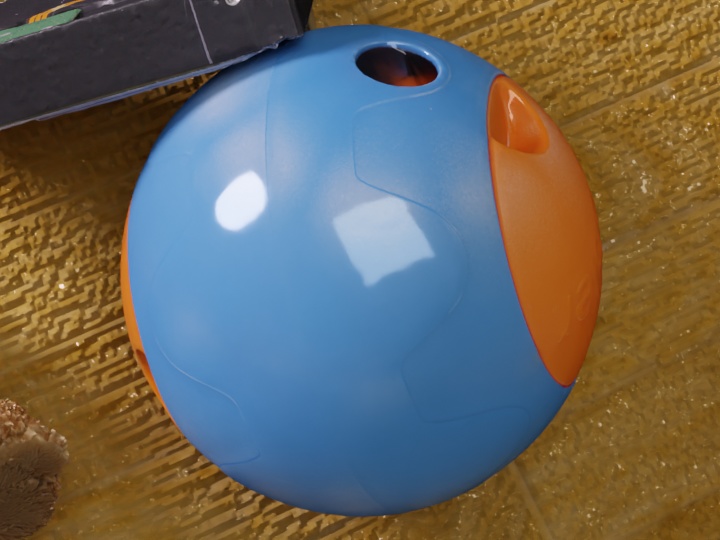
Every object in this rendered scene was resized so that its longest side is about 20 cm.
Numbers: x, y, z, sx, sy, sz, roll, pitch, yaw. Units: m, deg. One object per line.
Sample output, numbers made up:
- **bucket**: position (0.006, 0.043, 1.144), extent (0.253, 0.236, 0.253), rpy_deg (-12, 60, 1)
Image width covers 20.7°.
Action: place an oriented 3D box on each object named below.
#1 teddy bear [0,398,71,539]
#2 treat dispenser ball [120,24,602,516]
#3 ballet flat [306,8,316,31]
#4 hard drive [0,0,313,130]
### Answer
- **teddy bear**: position (-0.220, 0.071, 0.792), extent (0.199, 0.146, 0.067), rpy_deg (-11, 46, -14)
- **treat dispenser ball**: position (0.000, 0.000, 0.816), extent (0.199, 0.201, 0.202), rpy_deg (3, 74, -10)
- **ballet flat**: position (-0.099, -0.172, 0.919), extent (0.199, 0.069, 0.063), rpy_deg (31, 53, -3)
- **hard drive**: position (-0.118, -0.097, 0.826), extent (0.199, 0.140, 0.038), rpy_deg (-15, 107, 5)
